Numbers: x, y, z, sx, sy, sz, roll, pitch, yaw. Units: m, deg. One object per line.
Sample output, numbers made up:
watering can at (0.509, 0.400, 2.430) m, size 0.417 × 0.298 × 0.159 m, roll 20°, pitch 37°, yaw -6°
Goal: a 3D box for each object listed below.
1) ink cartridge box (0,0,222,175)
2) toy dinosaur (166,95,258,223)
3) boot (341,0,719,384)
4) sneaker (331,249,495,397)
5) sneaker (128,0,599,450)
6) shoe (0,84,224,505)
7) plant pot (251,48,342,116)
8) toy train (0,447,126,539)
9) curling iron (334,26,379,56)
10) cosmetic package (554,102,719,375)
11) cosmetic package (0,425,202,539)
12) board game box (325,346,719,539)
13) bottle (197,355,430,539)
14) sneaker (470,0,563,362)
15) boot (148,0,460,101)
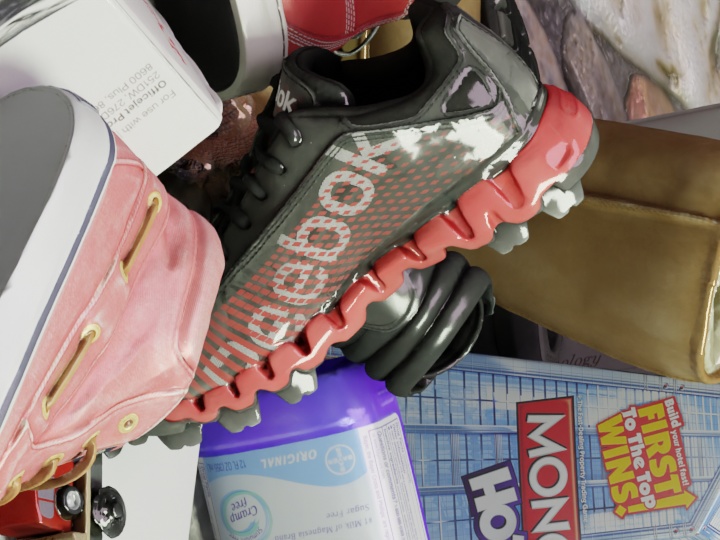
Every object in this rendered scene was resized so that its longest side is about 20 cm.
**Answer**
ink cartridge box at (-0.147, -0.118, 0.923) m, size 0.200 × 0.084 × 0.145 m, roll 49°, pitch 5°, yaw -40°
toy dinosaur at (-0.083, -0.091, 1.096) m, size 0.200 × 0.086 × 0.136 m, roll 13°, pitch 81°, yaw -50°
boot at (0.084, -0.060, 1.193) m, size 0.066 × 0.200 × 0.176 m, roll -2°, pitch 104°, yaw -54°
sneaker at (0.000, 0.000, 1.132) m, size 0.099 × 0.071 × 0.200 m, roll 38°, pitch 5°, yaw -6°
sneaker at (-0.020, -0.021, 0.987) m, size 0.098 × 0.200 × 0.071 m, roll 51°, pitch 9°, yaw -21°
shoe at (-0.111, 0.049, 0.878) m, size 0.091 × 0.071 × 0.200 m, roll 41°, pitch 67°, yaw -43°
plant pot at (-0.026, -0.139, 1.260) m, size 0.200 × 0.027 × 0.201 m, roll 28°, pitch 57°, yaw -55°
toy train at (-0.102, 0.071, 0.949) m, size 0.046 × 0.034 × 0.201 m, roll 21°, pitch 64°, yaw -52°
curling iron at (-0.036, -0.170, 1.059) m, size 0.050 × 0.026 × 0.200 m, roll -36°, pitch 120°, yaw -22°
cosmetic package at (0.145, 0.055, 1.348) m, size 0.167 × 0.166 × 0.200 m, roll 48°, pitch 42°, yaw -42°
cosmetic package at (-0.132, 0.056, 0.987) m, size 0.200 × 0.052 × 0.151 m, roll 38°, pitch 51°, yaw -49°
board game box at (0.087, 0.117, 1.186) m, size 0.062 × 0.199 × 0.201 m, roll 33°, pitch 52°, yaw -63°
bottle at (-0.008, 0.137, 1.138) m, size 0.065 × 0.083 × 0.201 m, roll -22°, pitch 100°, yaw -70°
sneaker at (0.043, -0.047, 1.285) m, size 0.075 × 0.079 × 0.201 m, roll 42°, pitch 42°, yaw -66°
boot at (-0.020, -0.176, 1.015) m, size 0.144 × 0.072 × 0.201 m, roll -26°, pitch 114°, yaw -37°
